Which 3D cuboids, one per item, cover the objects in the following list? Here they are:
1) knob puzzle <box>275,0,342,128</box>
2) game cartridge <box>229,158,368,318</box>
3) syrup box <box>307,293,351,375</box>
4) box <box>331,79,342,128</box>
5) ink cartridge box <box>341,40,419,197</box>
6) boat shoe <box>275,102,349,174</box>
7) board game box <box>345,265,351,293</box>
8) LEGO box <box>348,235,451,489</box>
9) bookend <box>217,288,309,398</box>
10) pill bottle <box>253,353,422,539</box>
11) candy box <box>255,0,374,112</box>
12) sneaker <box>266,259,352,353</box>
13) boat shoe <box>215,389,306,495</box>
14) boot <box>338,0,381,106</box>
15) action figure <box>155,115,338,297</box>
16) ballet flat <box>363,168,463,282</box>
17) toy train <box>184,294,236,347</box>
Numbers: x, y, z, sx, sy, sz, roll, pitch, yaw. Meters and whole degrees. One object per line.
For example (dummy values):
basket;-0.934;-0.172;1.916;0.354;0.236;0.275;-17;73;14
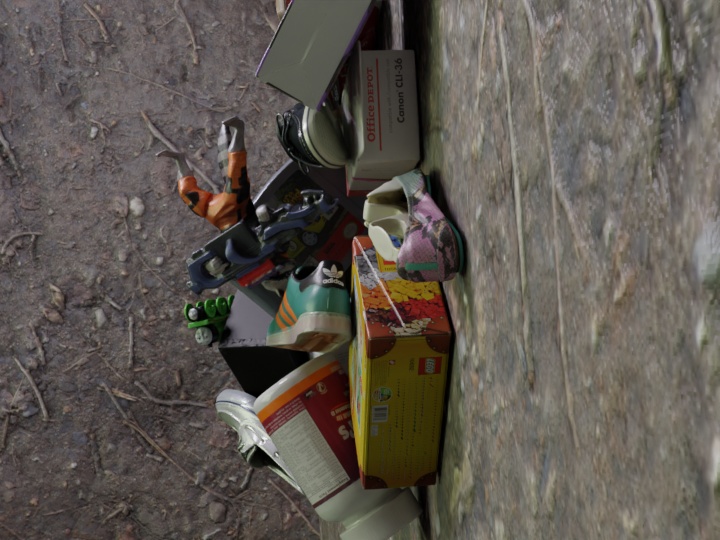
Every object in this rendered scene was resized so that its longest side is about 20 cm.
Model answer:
knob puzzle;-0.055;-0.259;1.318;0.220;0.030;0.222;-20;-89;-82
game cartridge;-0.065;-0.047;1.249;0.201;0.133;0.041;-54;8;-12
syrup box;-0.010;0.136;1.302;0.081;0.078;0.202;-147;45;-66
box;-0.041;-0.274;1.532;0.201;0.044;0.162;76;-169;-50
ink cartridge box;0.020;-0.155;1.136;0.200;0.067;0.118;119;148;-81
boat shoe;-0.053;-0.139;1.140;0.075;0.062;0.200;61;-176;-17
board game box;0.000;0.000;1.409;0.200;0.043;0.201;93;165;-47
LEGO box;0.033;0.090;1.065;0.150;0.076;0.202;-99;9;-51
bookend;-0.082;0.078;1.405;0.200;0.091;0.202;66;-151;-45
pill bottle;-0.023;0.201;1.190;0.201;0.109;0.110;56;168;8
candy box;-0.028;-0.259;1.086;0.169;0.071;0.200;-61;6;14
sneaker;-0.050;0.040;1.141;0.200;0.070;0.081;152;125;-68
boat shoe;-0.119;0.207;1.326;0.199;0.067;0.074;19;149;41
boot;-0.005;-0.259;1.346;0.200;0.071;0.146;60;-154;-86
action figure;-0.108;-0.068;1.162;0.195;0.198;0.105;65;-158;-9
ballet flat;0.040;-0.043;0.974;0.200;0.070;0.070;-106;13;-66
toy train;-0.161;0.059;1.379;0.200;0.041;0.057;-12;-90;-70
